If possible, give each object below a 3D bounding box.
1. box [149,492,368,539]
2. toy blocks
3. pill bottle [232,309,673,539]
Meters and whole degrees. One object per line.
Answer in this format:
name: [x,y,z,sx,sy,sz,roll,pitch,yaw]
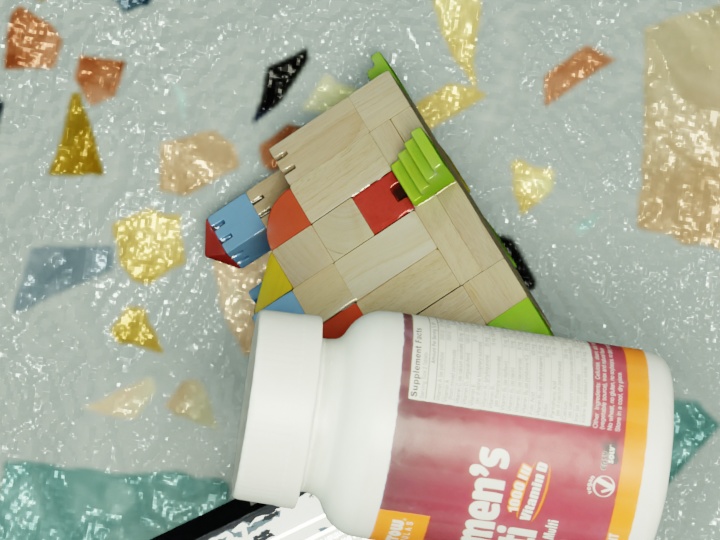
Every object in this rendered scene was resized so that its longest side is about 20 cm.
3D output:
box: [0.009,0.196,1.468,0.199,0.123,0.199,-25,92,-2]
toy blocks: [0.000,0.000,1.458,0.136,0.100,0.201,-33,65,5]
pill bottle: [0.043,0.079,1.353,0.198,0.110,0.110,8,92,-4]
